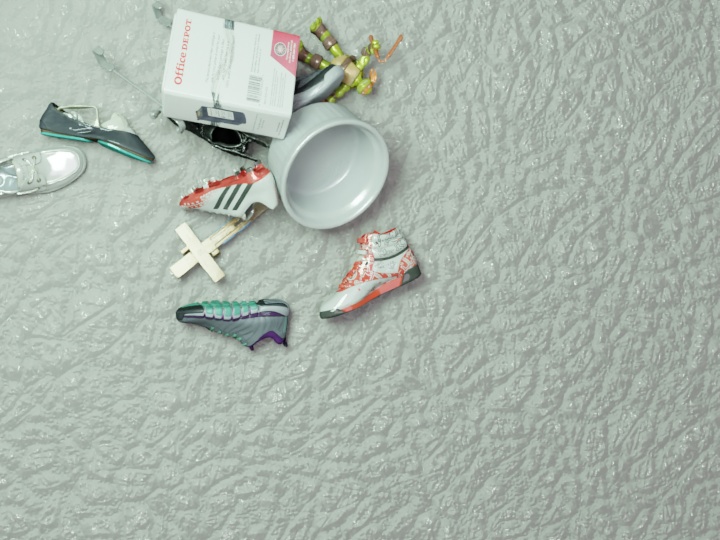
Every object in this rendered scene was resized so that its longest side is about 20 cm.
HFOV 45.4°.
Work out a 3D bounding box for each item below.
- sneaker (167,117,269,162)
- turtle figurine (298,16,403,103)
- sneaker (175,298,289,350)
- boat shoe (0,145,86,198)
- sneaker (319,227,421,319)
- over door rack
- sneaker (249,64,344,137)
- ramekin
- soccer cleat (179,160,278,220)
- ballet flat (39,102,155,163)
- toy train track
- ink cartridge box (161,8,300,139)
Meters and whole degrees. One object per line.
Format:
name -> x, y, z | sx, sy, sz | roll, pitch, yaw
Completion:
sneaker -> -0.246, -0.242, 1.446 | 0.198, 0.104, 0.061 | 31, 90, -8
turtle figurine -> -0.028, -0.360, 1.483 | 0.161, 0.064, 0.201 | 40, 110, 0
sneaker -> -0.220, 0.099, 1.489 | 0.196, 0.074, 0.089 | -1, 99, -8
boat shoe -> -0.556, -0.160, 1.427 | 0.196, 0.069, 0.072 | -18, 94, -7
sneaker -> 0.000, 0.000, 1.515 | 0.199, 0.067, 0.109 | -26, 96, -9
over door rack -> -0.315, -0.330, 1.421 | 0.199, 0.067, 0.148 | 40, 67, 10
sneaker -> -0.129, -0.318, 1.450 | 0.198, 0.075, 0.115 | -29, 92, 20
ramekin -> -0.058, -0.180, 1.437 | 0.197, 0.098, 0.203 | -18, 133, -20
soccer cleat -> -0.222, -0.118, 1.440 | 0.197, 0.069, 0.086 | -15, 109, 30
ballet flat -> -0.436, -0.237, 1.441 | 0.196, 0.073, 0.074 | 15, 92, -6
toy train track -> -0.245, -0.056, 1.498 | 0.199, 0.033, 0.115 | -38, 91, -9
ink cartridge box -> -0.202, -0.304, 1.341 | 0.196, 0.084, 0.148 | 9, 71, -12
